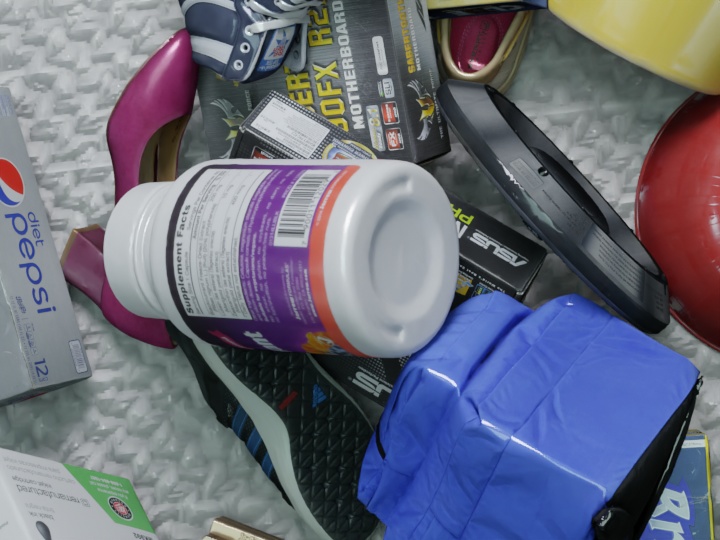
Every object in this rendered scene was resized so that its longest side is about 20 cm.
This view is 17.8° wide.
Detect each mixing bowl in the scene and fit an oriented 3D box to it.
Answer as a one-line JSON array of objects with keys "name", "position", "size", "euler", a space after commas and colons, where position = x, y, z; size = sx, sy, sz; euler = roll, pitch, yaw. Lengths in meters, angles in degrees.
[{"name": "mixing bowl", "position": [0.271, -0.038, 1.420], "size": [0.199, 0.108, 0.202], "euler": [0, 88, 5]}]

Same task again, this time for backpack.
[{"name": "backpack", "position": [0.089, 0.126, 1.344], "size": [0.167, 0.162, 0.201], "euler": [33, 131, 18]}]

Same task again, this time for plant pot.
[{"name": "plant pot", "position": [0.207, -0.220, 1.401], "size": [0.200, 0.201, 0.190], "euler": [29, 106, 6]}]

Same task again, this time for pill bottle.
[{"name": "pill bottle", "position": [-0.051, -0.009, 1.331], "size": [0.199, 0.111, 0.112], "euler": [3, 87, 39]}]

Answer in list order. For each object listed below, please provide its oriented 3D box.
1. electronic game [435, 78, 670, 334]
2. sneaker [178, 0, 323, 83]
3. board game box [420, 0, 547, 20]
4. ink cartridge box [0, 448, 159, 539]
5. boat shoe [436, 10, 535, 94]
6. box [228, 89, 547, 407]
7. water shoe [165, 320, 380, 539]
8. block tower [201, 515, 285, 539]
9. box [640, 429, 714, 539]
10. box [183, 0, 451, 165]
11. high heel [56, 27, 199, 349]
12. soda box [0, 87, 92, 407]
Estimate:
[{"name": "electronic game", "position": [0.117, -0.039, 1.389], "size": [0.042, 0.200, 0.200], "euler": [-43, 84, 10]}, {"name": "sneaker", "position": [-0.034, -0.172, 1.351], "size": [0.199, 0.070, 0.109], "euler": [-6, 94, 42]}, {"name": "board game box", "position": [0.024, -0.225, 1.445], "size": [0.199, 0.035, 0.136], "euler": [-1, 87, 34]}, {"name": "ink cartridge box", "position": [-0.169, 0.218, 1.392], "size": [0.084, 0.146, 0.200], "euler": [-42, 59, 17]}, {"name": "boat shoe", "position": [0.092, -0.208, 1.464], "size": [0.073, 0.069, 0.201], "euler": [10, 89, 6]}, {"name": "box", "position": [0.000, 0.000, 1.427], "size": [0.199, 0.161, 0.044], "euler": [31, 47, 6]}, {"name": "water shoe", "position": [-0.051, 0.089, 1.470], "size": [0.071, 0.079, 0.201], "euler": [-37, 110, -23]}, {"name": "block tower", "position": [-0.106, 0.261, 1.471], "size": [0.058, 0.054, 0.201], "euler": [20, 89, 7]}, {"name": "box", "position": [0.189, 0.202, 1.439], "size": [0.070, 0.064, 0.201], "euler": [-3, 88, 5]}, {"name": "box", "position": [-0.035, -0.160, 1.430], "size": [0.158, 0.048, 0.201], "euler": [-3, 102, 34]}, {"name": "high heel", "position": [-0.120, -0.051, 1.459], "size": [0.096, 0.067, 0.201], "euler": [33, 119, 18]}, {"name": "soda box", "position": [-0.242, -0.014, 1.482], "size": [0.068, 0.063, 0.201], "euler": [-20, 85, 32]}]
